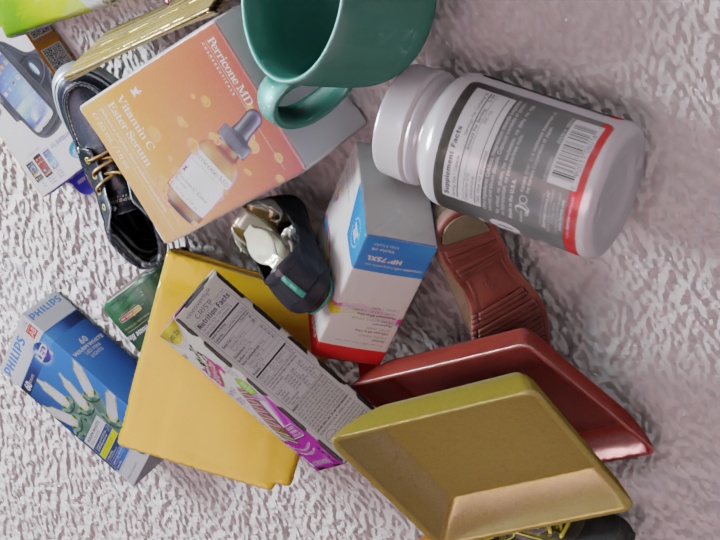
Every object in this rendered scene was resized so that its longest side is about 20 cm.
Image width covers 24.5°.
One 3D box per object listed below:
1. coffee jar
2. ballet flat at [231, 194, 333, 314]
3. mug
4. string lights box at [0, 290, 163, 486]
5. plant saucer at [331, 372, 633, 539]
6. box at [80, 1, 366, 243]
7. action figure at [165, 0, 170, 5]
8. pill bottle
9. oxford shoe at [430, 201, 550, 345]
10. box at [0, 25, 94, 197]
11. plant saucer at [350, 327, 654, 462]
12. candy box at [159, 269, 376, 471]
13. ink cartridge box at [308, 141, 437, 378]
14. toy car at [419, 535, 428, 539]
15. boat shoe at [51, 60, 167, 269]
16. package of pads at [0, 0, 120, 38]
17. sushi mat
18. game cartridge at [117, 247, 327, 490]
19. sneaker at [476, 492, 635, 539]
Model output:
[{"bbox_3d":[-0.160,0.083,1.655,0.104,0.085,0.200,-33,96,42],"label":"coffee jar"},{"bbox_3d":[-0.077,-0.029,1.475,0.073,0.200,0.073,-7,117,-13],"label":"ballet flat"},{"bbox_3d":[-0.017,-0.217,1.343,0.185,0.114,0.153,-35,63,50],"label":"mug"},{"bbox_3d":[-0.287,0.127,1.786,0.200,0.059,0.103,39,133,9],"label":"string lights box"},{"bbox_3d":[0.108,0.158,1.433,0.199,0.049,0.200,-16,137,28],"label":"plant saucer"},{"bbox_3d":[-0.125,-0.139,1.484,0.200,0.106,0.153,-25,101,41],"label":"box"},{"bbox_3d":[-0.145,-0.317,1.421,0.148,0.134,0.200,-4,139,-11],"label":"action figure"},{"bbox_3d":[0.118,-0.093,1.341,0.199,0.114,0.114,21,127,23],"label":"pill bottle"},{"bbox_3d":[0.113,0.014,1.454,0.071,0.074,0.201,-25,120,-3],"label":"oxford shoe"},{"bbox_3d":[-0.318,-0.165,1.646,0.119,0.041,0.200,-29,96,42],"label":"box"},{"bbox_3d":[0.127,0.117,1.462,0.199,0.037,0.199,-17,137,39],"label":"plant saucer"},{"bbox_3d":[-0.084,0.094,1.497,0.200,0.061,0.136,41,165,-2],"label":"candy box"},{"bbox_3d":[0.000,0.000,1.463,0.067,0.117,0.200,9,135,-16],"label":"ink cartridge box"},{"bbox_3d":[0.094,0.356,1.622,0.176,0.184,0.201,-17,78,40],"label":"toy car"},{"bbox_3d":[-0.229,-0.098,1.562,0.071,0.091,0.201,-21,122,11],"label":"boat shoe"},{"bbox_3d":[-0.297,-0.327,1.516,0.154,0.068,0.201,-8,112,39],"label":"package of pads"},{"bbox_3d":[-0.179,-0.222,1.479,0.199,0.096,0.012,-17,119,40],"label":"sushi mat"},{"bbox_3d":[-0.125,0.097,1.590,0.176,0.032,0.201,17,102,2],"label":"game cartridge"},{"bbox_3d":[0.154,0.236,1.525,0.199,0.075,0.085,-1,136,35],"label":"sneaker"}]
